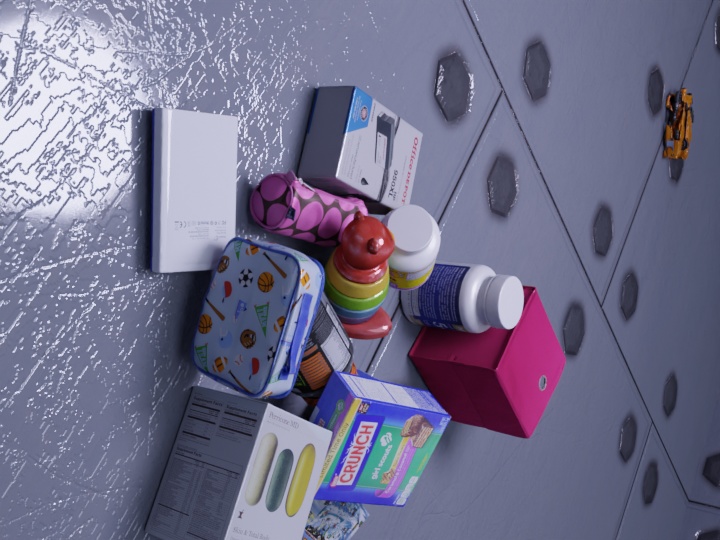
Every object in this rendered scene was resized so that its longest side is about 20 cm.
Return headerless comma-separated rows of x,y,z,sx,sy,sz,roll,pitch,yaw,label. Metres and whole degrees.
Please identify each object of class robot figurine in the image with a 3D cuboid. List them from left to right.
0.924,-0.427,2.586,0.144,0.057,0.205,-7,100,-52,robot figurine

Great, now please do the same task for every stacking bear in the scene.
0.000,0.000,1.337,0.111,0.123,0.202,-8,143,-18,stacking bear

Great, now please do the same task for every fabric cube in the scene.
0.243,0.160,1.668,0.198,0.197,0.201,-55,133,-30,fabric cube

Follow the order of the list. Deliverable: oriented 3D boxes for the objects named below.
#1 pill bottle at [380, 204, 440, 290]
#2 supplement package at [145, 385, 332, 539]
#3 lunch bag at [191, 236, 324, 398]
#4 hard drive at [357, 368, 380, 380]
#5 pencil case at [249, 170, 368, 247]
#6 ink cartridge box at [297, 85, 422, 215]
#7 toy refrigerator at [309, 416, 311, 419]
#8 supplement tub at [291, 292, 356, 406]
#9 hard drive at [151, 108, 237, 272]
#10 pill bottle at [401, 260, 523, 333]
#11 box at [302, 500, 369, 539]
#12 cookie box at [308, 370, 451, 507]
0.075,-0.039,1.432,0.200,0.102,0.106,90,17,-75,pill bottle
-0.161,0.284,1.202,0.151,0.149,0.204,34,68,-48,supplement package
-0.131,0.066,1.159,0.075,0.158,0.204,14,93,-58,lunch bag
-0.019,0.271,1.485,0.131,0.025,0.204,32,70,-49,hard drive
-0.067,-0.088,1.319,0.199,0.091,0.095,11,118,-55,pencil case
0.005,-0.185,1.410,0.199,0.083,0.148,22,77,-51,ink cartridge box
0.000,0.283,1.434,0.076,0.069,0.202,-53,133,-33,toy refrigerator
-0.085,0.098,1.300,0.123,0.121,0.202,-54,134,-32,supplement tub
-0.217,-0.103,1.169,0.131,0.025,0.205,-4,98,-52,hard drive
0.181,0.047,1.573,0.119,0.197,0.123,-9,101,-50,pill bottle
-0.078,0.372,1.385,0.137,0.040,0.202,-46,130,-20,box
0.013,0.255,1.321,0.197,0.075,0.174,16,106,-38,cookie box
